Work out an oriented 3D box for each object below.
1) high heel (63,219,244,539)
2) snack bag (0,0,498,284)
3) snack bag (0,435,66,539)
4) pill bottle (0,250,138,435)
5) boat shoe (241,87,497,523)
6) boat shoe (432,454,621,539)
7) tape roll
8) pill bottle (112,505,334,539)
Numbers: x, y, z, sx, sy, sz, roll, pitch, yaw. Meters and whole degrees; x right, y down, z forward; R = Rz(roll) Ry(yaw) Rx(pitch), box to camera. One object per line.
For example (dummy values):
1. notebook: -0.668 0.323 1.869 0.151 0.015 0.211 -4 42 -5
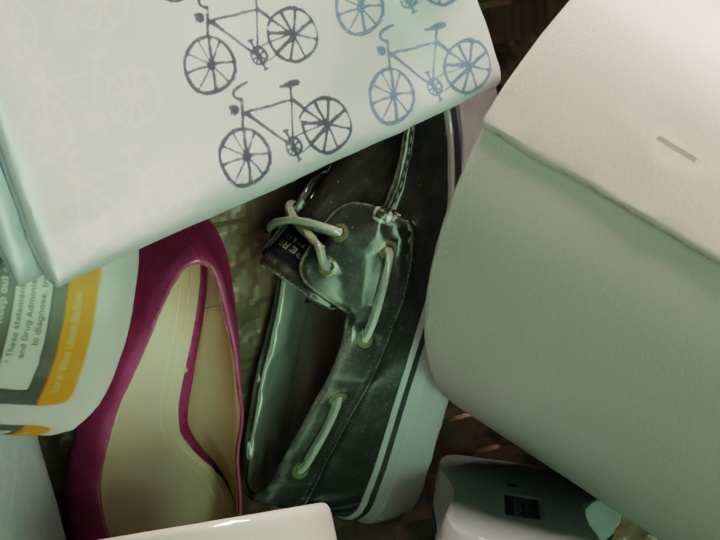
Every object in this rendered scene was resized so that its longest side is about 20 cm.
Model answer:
1. high heel: -0.061 0.069 0.825 0.067 0.096 0.201 -9 108 -22
2. snack bag: -0.055 -0.120 0.719 0.188 0.021 0.201 -24 103 -32
3. snack bag: -0.122 0.153 0.772 0.021 0.200 0.189 -10 106 19
4. pill bottle: -0.178 -0.010 0.738 0.199 0.116 0.117 6 102 -26
5. boat shoe: 0.000 0.000 0.847 0.071 0.072 0.201 0 107 -29
6. boat shoe: 0.051 0.123 0.845 0.070 0.200 0.091 10 96 7
7. tape roll: 0.136 -0.005 0.824 0.202 0.139 0.203 -37 145 -32
8. pill bottle: -0.040 0.182 0.760 0.116 0.116 0.201 -7 84 -23
